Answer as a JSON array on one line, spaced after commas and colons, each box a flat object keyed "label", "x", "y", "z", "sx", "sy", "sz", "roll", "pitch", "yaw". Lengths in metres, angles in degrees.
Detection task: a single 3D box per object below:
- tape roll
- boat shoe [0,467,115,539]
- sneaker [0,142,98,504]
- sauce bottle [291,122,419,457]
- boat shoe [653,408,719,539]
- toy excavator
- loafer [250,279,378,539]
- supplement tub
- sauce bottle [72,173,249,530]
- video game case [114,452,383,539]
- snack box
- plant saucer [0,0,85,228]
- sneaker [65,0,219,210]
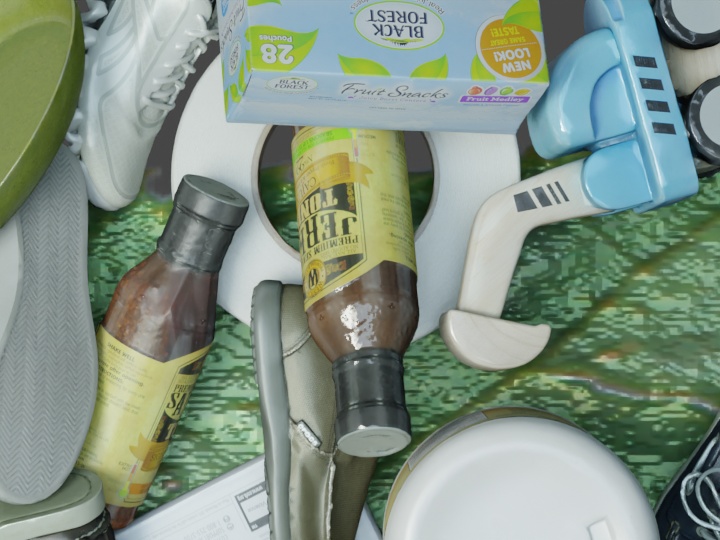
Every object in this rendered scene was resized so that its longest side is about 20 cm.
[{"label": "tape roll", "x": -0.009, "y": -0.052, "z": 1.709, "sx": 0.201, "sy": 0.037, "sz": 0.204, "roll": 0, "pitch": 90, "yaw": 0}, {"label": "boat shoe", "x": -0.233, "y": 0.160, "z": 1.647, "sx": 0.200, "sy": 0.072, "sz": 0.061, "roll": -10, "pitch": 115, "yaw": 4}, {"label": "sneaker", "x": -0.206, "y": 0.036, "z": 1.668, "sx": 0.073, "sy": 0.115, "sz": 0.201, "roll": 16, "pitch": 69, "yaw": -40}, {"label": "sauce bottle", "x": 0.000, "y": 0.000, "z": 1.622, "sx": 0.064, "sy": 0.065, "sz": 0.201, "roll": -7, "pitch": 64, "yaw": 1}, {"label": "boat shoe", "x": 0.215, "y": 0.128, "z": 1.693, "sx": 0.075, "sy": 0.062, "sz": 0.201, "roll": 31, "pitch": 91, "yaw": -1}, {"label": "toy excavator", "x": 0.123, "y": -0.058, "z": 1.665, "sx": 0.199, "sy": 0.100, "sz": 0.196, "roll": -14, "pitch": 88, "yaw": -6}, {"label": "loafer", "x": -0.019, "y": 0.103, "z": 1.663, "sx": 0.069, "sy": 0.075, "sz": 0.201, "roll": -6, "pitch": 98, "yaw": 1}, {"label": "supplement tub", "x": 0.083, "y": 0.147, "z": 1.625, "sx": 0.143, "sy": 0.200, "sz": 0.145, "roll": 0, "pitch": 90, "yaw": 1}, {"label": "sauce bottle", "x": -0.118, "y": 0.045, "z": 1.676, "sx": 0.066, "sy": 0.066, "sz": 0.201, "roll": 25, "pitch": 105, "yaw": 1}, {"label": "video game case", "x": -0.068, "y": 0.212, "z": 1.716, "sx": 0.199, "sy": 0.023, "sz": 0.183, "roll": -27, "pitch": 89, "yaw": -1}, {"label": "snack box", "x": 0.006, "y": -0.178, "z": 1.639, "sx": 0.168, "sy": 0.068, "sz": 0.201, "roll": 1, "pitch": 66, "yaw": -16}, {"label": "plant saucer", "x": -0.213, "y": -0.073, "z": 1.650, "sx": 0.031, "sy": 0.200, "sz": 0.200, "roll": 36, "pitch": 90, "yaw": -31}, {"label": "sneaker", "x": -0.116, "y": -0.131, "z": 1.684, "sx": 0.081, "sy": 0.075, "sz": 0.201, "roll": 10, "pitch": 91, "yaw": 17}]
